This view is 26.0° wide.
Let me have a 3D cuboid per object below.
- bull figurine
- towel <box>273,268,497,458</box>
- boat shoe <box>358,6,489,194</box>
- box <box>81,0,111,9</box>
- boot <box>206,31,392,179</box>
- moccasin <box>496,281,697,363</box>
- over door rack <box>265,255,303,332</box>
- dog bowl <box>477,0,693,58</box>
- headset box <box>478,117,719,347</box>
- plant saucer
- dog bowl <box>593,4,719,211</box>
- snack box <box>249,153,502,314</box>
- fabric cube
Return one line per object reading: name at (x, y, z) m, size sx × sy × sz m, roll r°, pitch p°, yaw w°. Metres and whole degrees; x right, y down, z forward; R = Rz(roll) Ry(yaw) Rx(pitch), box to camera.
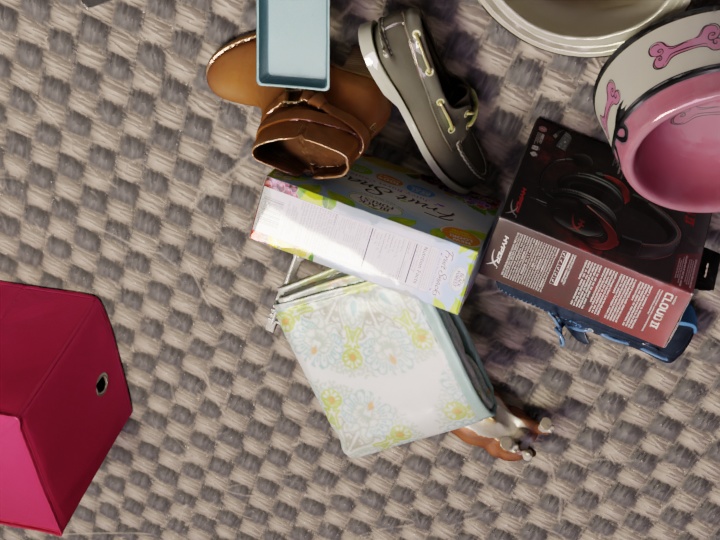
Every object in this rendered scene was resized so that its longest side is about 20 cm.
bull figurine at (0.108, 0.143, 1.637) m, size 0.198 × 0.066 × 0.121 m, roll 25°, pitch 171°, yaw -10°
towel at (0.024, 0.080, 1.543) m, size 0.170 × 0.048 × 0.202 m, roll -18°, pitch 108°, yaw 27°
boat shoe at (0.070, -0.149, 1.395) m, size 0.060 × 0.073 × 0.202 m, roll -22°, pitch 128°, yaw 21°
box at (-0.208, -0.345, 1.357) m, size 0.198 × 0.050 × 0.199 m, roll -12°, pitch 125°, yaw 31°
boot at (-0.072, -0.145, 1.402) m, size 0.198 × 0.155 × 0.074 m, roll 1°, pitch 131°, yaw 22°
moccasin at (0.221, 0.044, 1.497) m, size 0.198 × 0.081 × 0.069 m, roll 20°, pitch 124°, yaw 7°
over door rack at (0.000, 0.000, 1.576) m, size 0.146 × 0.067 × 0.201 m, roll 22°, pitch 121°, yaw 3°
dog bowl at (0.178, -0.273, 1.236) m, size 0.198 × 0.074 × 0.202 m, roll 12°, pitch 133°, yaw 13°
headset box at (0.222, -0.032, 1.382) m, size 0.198 × 0.149 × 0.075 m, roll 22°, pitch 136°, yaw 4°
plant saucer at (-0.056, -0.258, 1.341) m, size 0.069 × 0.019 × 0.202 m, roll 7°, pitch 110°, yaw 17°
dog bowl at (0.291, -0.122, 1.260) m, size 0.198 × 0.075 × 0.201 m, roll -1°, pitch 149°, yaw -1°
snack box at (0.018, -0.046, 1.415) m, size 0.198 × 0.169 × 0.068 m, roll 19°, pitch 111°, yaw 7°
fabric cube at (-0.404, 0.153, 1.789) m, size 0.198 × 0.200 × 0.198 m, roll 7°, pitch 131°, yaw 18°
